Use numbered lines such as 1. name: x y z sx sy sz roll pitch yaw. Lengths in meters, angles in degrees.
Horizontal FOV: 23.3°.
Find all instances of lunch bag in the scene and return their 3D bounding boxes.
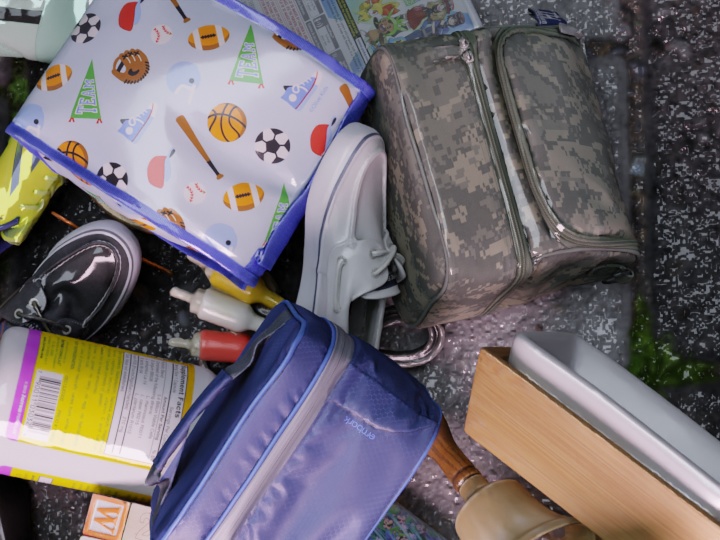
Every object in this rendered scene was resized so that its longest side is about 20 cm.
1. lunch bag: -0.057 0.125 1.128 0.132 0.136 0.200 34 90 -10
2. lunch bag: -0.111 -0.102 1.222 0.200 0.124 0.170 29 85 18
3. lunch bag: 0.098 -0.074 1.235 0.167 0.139 0.200 -9 73 -17

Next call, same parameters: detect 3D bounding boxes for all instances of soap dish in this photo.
1. soap dish: 0.171 0.124 1.159 0.200 0.157 0.081 37 101 19

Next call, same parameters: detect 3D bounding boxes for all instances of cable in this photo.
1. cable: -0.042 0.052 1.268 0.200 0.050 0.097 13 96 7

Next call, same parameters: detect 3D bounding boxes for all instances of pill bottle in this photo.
1. pill bottle: -0.165 0.110 1.241 0.200 0.104 0.104 14 79 -12

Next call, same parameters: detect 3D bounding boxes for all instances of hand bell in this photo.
1. hand bell: 0.071 0.142 1.217 0.104 0.104 0.200 -40 52 2

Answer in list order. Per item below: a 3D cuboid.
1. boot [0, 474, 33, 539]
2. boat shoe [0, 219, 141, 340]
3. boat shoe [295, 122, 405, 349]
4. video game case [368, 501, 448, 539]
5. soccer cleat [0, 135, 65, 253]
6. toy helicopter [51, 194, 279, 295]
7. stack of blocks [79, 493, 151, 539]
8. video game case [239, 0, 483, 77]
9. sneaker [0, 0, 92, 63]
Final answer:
1. boot: -0.322 0.239 1.311 0.200 0.068 0.188 -40 78 10
2. boat shoe: -0.242 0.042 1.293 0.200 0.066 0.070 -38 100 20
3. boat shoe: 0.000 0.000 1.205 0.065 0.074 0.200 19 113 28
4. video game case: 0.001 0.252 1.184 0.182 0.024 0.200 35 56 19
5. soccer cleat: -0.259 -0.062 1.351 0.200 0.065 0.084 -43 54 8
6. toy helicopter: -0.140 -0.034 1.317 0.132 0.079 0.200 -39 83 -5
7. stack of blocks: -0.166 0.265 1.225 0.058 0.115 0.200 11 80 16
8. video game case: -0.025 -0.224 1.333 0.182 0.022 0.200 -25 72 6
9. sneaker: -0.250 -0.263 1.394 0.118 0.074 0.201 2 79 8
